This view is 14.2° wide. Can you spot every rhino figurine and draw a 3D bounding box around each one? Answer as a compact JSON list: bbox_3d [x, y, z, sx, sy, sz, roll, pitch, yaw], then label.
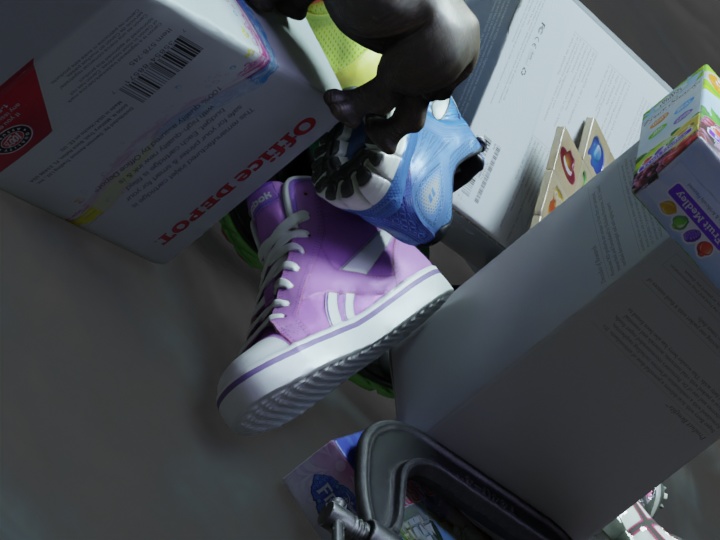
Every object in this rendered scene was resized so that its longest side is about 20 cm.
[{"bbox_3d":[-0.015,-0.162,1.490,0.200,0.087,0.060,53,18,0],"label":"rhino figurine"}]

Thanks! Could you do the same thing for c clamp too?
[{"bbox_3d":[0.054,0.158,1.498,0.199,0.027,0.171,31,30,-25],"label":"c clamp"}]

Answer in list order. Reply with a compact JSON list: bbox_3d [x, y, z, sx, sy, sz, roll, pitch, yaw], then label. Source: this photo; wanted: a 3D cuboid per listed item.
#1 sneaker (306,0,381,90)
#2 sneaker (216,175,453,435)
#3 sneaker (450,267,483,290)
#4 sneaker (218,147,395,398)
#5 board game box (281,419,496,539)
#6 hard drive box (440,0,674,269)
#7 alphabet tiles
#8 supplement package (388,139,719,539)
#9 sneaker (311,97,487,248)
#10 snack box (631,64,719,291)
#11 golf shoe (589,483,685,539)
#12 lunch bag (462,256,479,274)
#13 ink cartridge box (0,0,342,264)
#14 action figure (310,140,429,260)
[{"bbox_3d":[-0.022,-0.182,1.597,0.090,0.078,0.201,58,22,-54],"label":"sneaker"},{"bbox_3d":[-0.042,0.013,1.563,0.114,0.073,0.200,50,33,5],"label":"sneaker"},{"bbox_3d":[0.104,0.091,1.788,0.200,0.081,0.146,53,22,23],"label":"sneaker"},{"bbox_3d":[0.000,0.000,1.681,0.200,0.084,0.077,43,39,-15],"label":"sneaker"},{"bbox_3d":[0.061,0.173,1.589,0.200,0.041,0.200,55,18,8],"label":"board game box"},{"bbox_3d":[0.097,-0.085,1.768,0.076,0.157,0.200,17,-11,37],"label":"hard drive box"},{"bbox_3d":[0.143,0.013,1.755,0.200,0.007,0.168,58,40,-46],"label":"alphabet tiles"},{"bbox_3d":[0.128,0.048,1.601,0.121,0.200,0.120,43,19,-24],"label":"supplement package"},{"bbox_3d":[0.021,-0.082,1.636,0.089,0.078,0.201,42,30,-27],"label":"sneaker"},{"bbox_3d":[0.229,-0.004,1.536,0.200,0.053,0.142,48,17,-9],"label":"snack box"},{"bbox_3d":[0.159,0.177,1.810,0.088,0.077,0.200,19,29,-29],"label":"golf shoe"},{"bbox_3d":[0.094,-0.066,1.967,0.170,0.124,0.200,47,-17,-13],"label":"lunch bag"},{"bbox_3d":[-0.133,-0.122,1.503,0.200,0.145,0.145,29,29,-53],"label":"ink cartridge box"},{"bbox_3d":[-0.045,-0.065,1.756,0.199,0.055,0.118,31,24,-31],"label":"action figure"}]
